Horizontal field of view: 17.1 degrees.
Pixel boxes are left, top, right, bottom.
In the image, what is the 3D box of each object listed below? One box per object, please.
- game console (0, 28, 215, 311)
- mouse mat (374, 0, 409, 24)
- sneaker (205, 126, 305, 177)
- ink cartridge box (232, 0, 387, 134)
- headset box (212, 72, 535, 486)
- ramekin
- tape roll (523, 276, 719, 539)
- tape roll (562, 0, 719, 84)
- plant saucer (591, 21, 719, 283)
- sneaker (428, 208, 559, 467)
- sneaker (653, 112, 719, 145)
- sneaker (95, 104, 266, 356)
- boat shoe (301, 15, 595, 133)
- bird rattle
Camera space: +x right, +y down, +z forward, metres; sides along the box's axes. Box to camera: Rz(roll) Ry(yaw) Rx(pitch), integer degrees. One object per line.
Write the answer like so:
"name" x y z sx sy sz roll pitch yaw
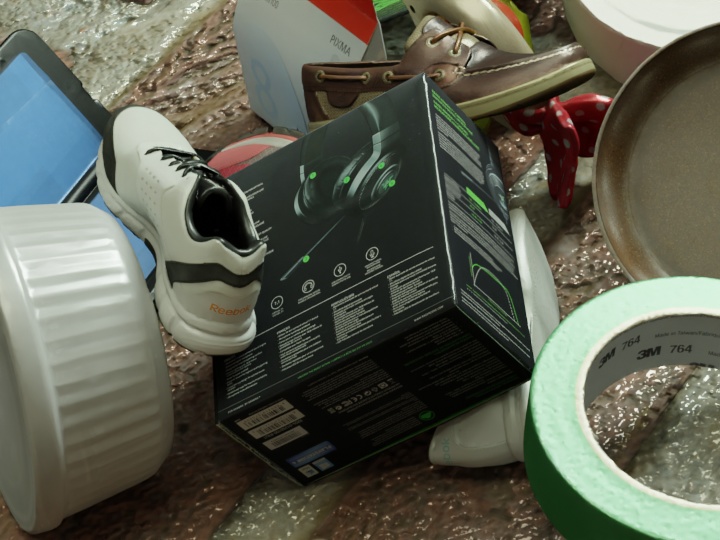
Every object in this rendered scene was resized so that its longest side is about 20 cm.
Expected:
"game console" -0.198 -0.060 1.642 0.175 0.117 0.200 9 45 27
"mouse mat" 0.078 -0.234 1.776 0.200 0.008 0.161 -17 24 42
"sneaker" -0.029 -0.036 1.591 0.200 0.074 0.087 11 50 23
"ink cartridge box" -0.040 -0.167 1.653 0.047 0.200 0.160 -29 41 -18
"headset box" 0.000 0.000 1.454 0.174 0.093 0.200 -27 47 22
"ramekin" -0.182 0.050 1.450 0.094 0.203 0.202 -14 37 -18
"tape roll" 0.193 0.091 1.354 0.200 0.048 0.201 1 47 -1
"tape roll" 0.238 -0.220 1.674 0.202 0.071 0.203 -3 64 7
"plant saucer" 0.245 -0.057 1.492 0.200 0.032 0.201 -2 80 13
"sneaker" 0.074 0.040 1.480 0.088 0.075 0.200 -15 39 18
"sneaker" 0.278 -0.087 1.543 0.199 0.096 0.079 -6 37 9
"sneaker" -0.101 -0.042 1.431 0.074 0.080 0.200 -3 42 -29
"boat shoe" 0.051 -0.128 1.529 0.200 0.072 0.072 -10 4 29
"bird rattle" 0.088 -0.130 1.615 0.113 0.163 0.200 -38 32 0
